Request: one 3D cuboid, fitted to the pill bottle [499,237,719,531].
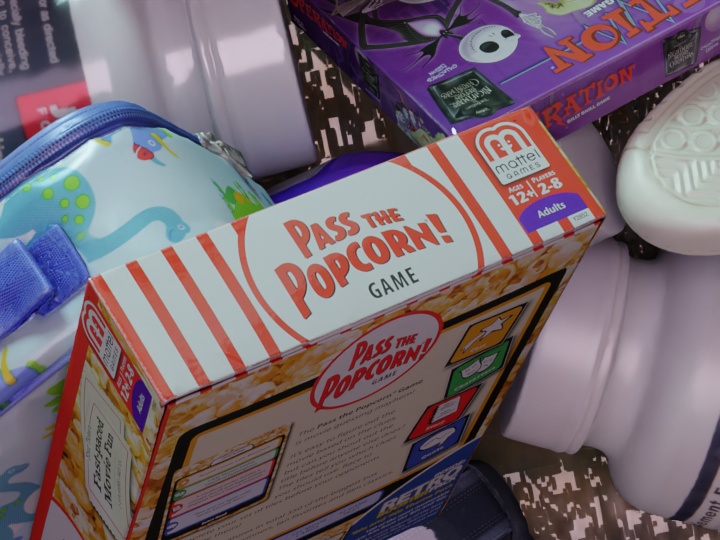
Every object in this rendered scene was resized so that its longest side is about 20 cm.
[{"bbox_3d":[0.158,0.047,0.824,0.200,0.111,0.111,14,93,-2],"label":"pill bottle"}]

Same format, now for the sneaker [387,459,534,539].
[{"bbox_3d":[-0.012,0.153,0.850,0.202,0.077,0.146,-37,85,10],"label":"sneaker"}]

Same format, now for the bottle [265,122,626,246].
[{"bbox_3d":[0.000,0.000,0.803,0.200,0.065,0.084,-24,101,28],"label":"bottle"}]

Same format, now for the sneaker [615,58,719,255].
[{"bbox_3d":[0.169,-0.036,0.802,0.200,0.111,0.077,-31,63,-26],"label":"sneaker"}]

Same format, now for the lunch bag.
[{"bbox_3d":[-0.111,0.036,0.717,0.200,0.161,0.083,-39,73,9],"label":"lunch bag"}]

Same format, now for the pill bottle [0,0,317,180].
[{"bbox_3d":[-0.122,-0.060,0.808,0.200,0.120,0.120,-14,94,1],"label":"pill bottle"}]

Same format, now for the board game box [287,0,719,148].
[{"bbox_3d":[0.087,-0.111,0.783,0.200,0.032,0.120,-29,51,-16],"label":"board game box"}]

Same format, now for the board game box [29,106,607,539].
[{"bbox_3d":[-0.022,0.045,0.694,0.151,0.200,0.046,-22,66,-27],"label":"board game box"}]
